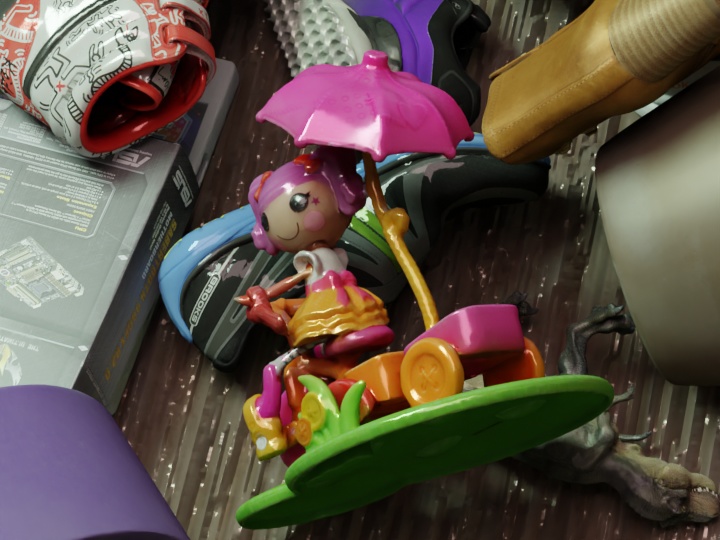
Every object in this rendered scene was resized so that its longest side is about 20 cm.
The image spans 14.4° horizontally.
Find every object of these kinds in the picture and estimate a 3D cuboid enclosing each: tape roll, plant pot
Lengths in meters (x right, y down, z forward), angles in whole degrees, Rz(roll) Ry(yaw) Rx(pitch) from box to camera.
[{"bbox_3d":[-0.171,0.147,1.221,0.199,0.200,0.085,-30,62,-10],"label":"tape roll"},{"bbox_3d":[0.207,-0.026,1.296,0.172,0.200,0.201,-19,59,16],"label":"plant pot"}]

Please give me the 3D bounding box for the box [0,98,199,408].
[{"bbox_3d":[-0.198,-0.008,1.376,0.199,0.048,0.159,14,65,16],"label":"box"}]

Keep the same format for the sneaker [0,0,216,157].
[{"bbox_3d":[-0.086,-0.141,1.365,0.201,0.067,0.108,-42,56,-5],"label":"sneaker"}]

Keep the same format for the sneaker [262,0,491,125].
[{"bbox_3d":[0.012,-0.133,1.437,0.099,0.070,0.201,4,44,-20],"label":"sneaker"}]

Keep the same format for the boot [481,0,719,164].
[{"bbox_3d":[0.135,-0.121,1.319,0.071,0.144,0.201,56,35,-5],"label":"boot"}]

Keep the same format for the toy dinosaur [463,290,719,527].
[{"bbox_3d":[0.081,0.055,1.333,0.199,0.048,0.089,17,71,19],"label":"toy dinosaur"}]

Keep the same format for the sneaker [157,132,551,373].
[{"bbox_3d":[0.002,-0.009,1.373,0.198,0.071,0.083,-24,84,-10],"label":"sneaker"}]

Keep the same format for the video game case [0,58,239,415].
[{"bbox_3d":[-0.158,-0.032,1.425,0.142,0.018,0.201,12,63,14],"label":"video game case"}]

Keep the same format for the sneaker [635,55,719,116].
[{"bbox_3d":[0.186,-0.170,1.426,0.073,0.080,0.201,13,62,15],"label":"sneaker"}]

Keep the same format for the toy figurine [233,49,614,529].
[{"bbox_3d":[0.000,0.000,1.279,0.149,0.199,0.185,-1,70,-45],"label":"toy figurine"}]
